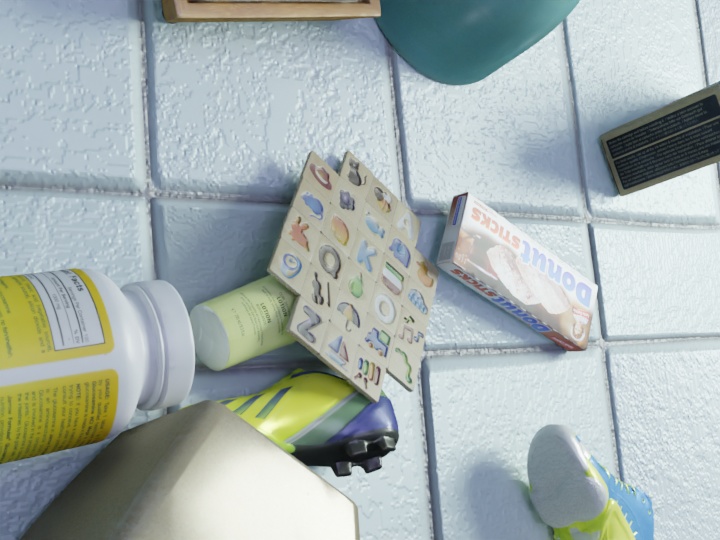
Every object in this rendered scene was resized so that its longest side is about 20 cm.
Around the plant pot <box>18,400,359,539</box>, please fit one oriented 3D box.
[{"bbox_3d":[-0.111,0.202,0.623,0.199,0.199,0.179,40,51,-23],"label":"plant pot"}]

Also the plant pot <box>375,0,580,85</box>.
[{"bbox_3d":[0.123,-0.292,0.902,0.198,0.160,0.205,7,77,-35],"label":"plant pot"}]

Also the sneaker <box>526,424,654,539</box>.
[{"bbox_3d":[0.223,0.219,0.939,0.105,0.075,0.203,-37,110,-47],"label":"sneaker"}]

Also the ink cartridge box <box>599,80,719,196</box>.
[{"bbox_3d":[0.381,-0.161,1.063,0.198,0.164,0.076,-25,93,-37],"label":"ink cartridge box"}]

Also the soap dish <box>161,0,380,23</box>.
[{"bbox_3d":[-0.083,-0.275,0.796,0.197,0.081,0.161,-11,88,-37],"label":"soap dish"}]

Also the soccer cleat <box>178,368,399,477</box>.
[{"bbox_3d":[-0.061,0.114,0.760,0.197,0.065,0.085,5,48,-31],"label":"soccer cleat"}]

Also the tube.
[{"bbox_3d":[-0.045,0.022,0.789,0.198,0.051,0.059,-20,127,-43],"label":"tube"}]

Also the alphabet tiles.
[{"bbox_3d":[0.000,0.000,0.813,0.166,0.006,0.202,41,44,-26],"label":"alphabet tiles"}]

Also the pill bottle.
[{"bbox_3d":[-0.209,0.059,0.618,0.197,0.112,0.115,-7,85,-37],"label":"pill bottle"}]

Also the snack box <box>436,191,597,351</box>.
[{"bbox_3d":[0.154,0.005,0.944,0.198,0.024,0.073,31,63,-32],"label":"snack box"}]
